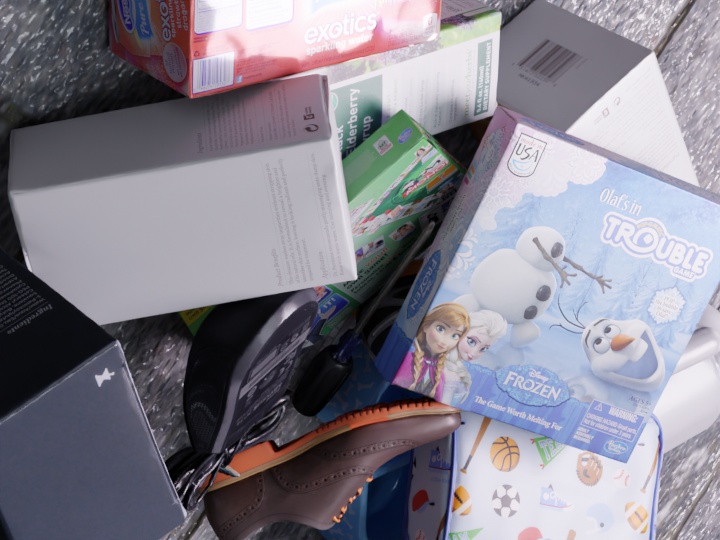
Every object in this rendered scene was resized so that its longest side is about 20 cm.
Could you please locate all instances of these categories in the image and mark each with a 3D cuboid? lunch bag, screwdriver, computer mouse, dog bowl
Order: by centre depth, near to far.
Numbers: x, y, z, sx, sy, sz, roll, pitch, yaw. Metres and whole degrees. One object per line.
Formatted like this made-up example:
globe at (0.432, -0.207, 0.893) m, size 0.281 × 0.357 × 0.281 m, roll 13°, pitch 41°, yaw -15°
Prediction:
computer mouse at (-0.086, 0.069, 1.436) m, size 0.138 × 0.053 × 0.200 m, roll -39°, pitch 162°, yaw -40°
screwdriver at (0.007, 0.034, 1.542) m, size 0.029 × 0.028 × 0.200 m, roll 7°, pitch 135°, yaw -39°
lunch bag at (0.132, 0.158, 1.628) m, size 0.200 × 0.076 × 0.161 m, roll 9°, pitch 82°, yaw -28°
dog bowl at (0.023, 0.131, 1.656) m, size 0.111 × 0.050 × 0.200 m, roll -21°, pitch 127°, yaw -34°

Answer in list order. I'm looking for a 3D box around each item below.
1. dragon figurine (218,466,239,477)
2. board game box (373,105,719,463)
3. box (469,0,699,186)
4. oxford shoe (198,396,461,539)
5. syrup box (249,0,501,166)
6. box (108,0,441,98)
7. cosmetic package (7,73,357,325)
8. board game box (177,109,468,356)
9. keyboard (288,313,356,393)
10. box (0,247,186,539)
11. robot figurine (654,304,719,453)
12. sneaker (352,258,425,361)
dragon figurine at (-0.181, 0.182, 1.500) m, size 0.200 × 0.059 × 0.100 m, roll -16°, pitch 123°, yaw -34°
board game box at (0.139, 0.014, 1.515) m, size 0.200 × 0.043 × 0.199 m, roll 19°, pitch 103°, yaw -25°
box at (0.165, -0.079, 1.614) m, size 0.097 × 0.124 × 0.200 m, roll -42°, pitch 134°, yaw -15°
oxford shoe at (-0.015, 0.140, 1.554) m, size 0.200 × 0.073 × 0.071 m, roll -20°, pitch 175°, yaw 10°
syrup box at (-0.007, -0.125, 1.466) m, size 0.200 × 0.081 × 0.079 m, roll -21°, pitch 126°, yaw -34°
box at (-0.051, -0.187, 1.381) m, size 0.200 × 0.095 × 0.103 m, roll -18°, pitch 124°, yaw -34°
cosmetic package at (-0.108, -0.041, 1.359) m, size 0.199 × 0.081 × 0.113 m, roll -8°, pitch 126°, yaw 1°
board game box at (-0.016, -0.014, 1.490) m, size 0.200 × 0.029 × 0.135 m, roll -40°, pitch 154°, yaw 7°
keyboard at (0.000, 0.000, 1.594) m, size 0.056 × 0.011 × 0.200 m, roll 33°, pitch 90°, yaw -47°
box at (-0.215, 0.081, 1.310) m, size 0.107 × 0.200 × 0.149 m, roll -35°, pitch 132°, yaw -23°
robot figurine at (0.227, 0.090, 1.771) m, size 0.200 × 0.113 × 0.170 m, roll -26°, pitch 172°, yaw -25°
sneaker at (0.093, 0.027, 1.569) m, size 0.199 × 0.077 × 0.078 m, roll -16°, pitch 134°, yaw 8°
